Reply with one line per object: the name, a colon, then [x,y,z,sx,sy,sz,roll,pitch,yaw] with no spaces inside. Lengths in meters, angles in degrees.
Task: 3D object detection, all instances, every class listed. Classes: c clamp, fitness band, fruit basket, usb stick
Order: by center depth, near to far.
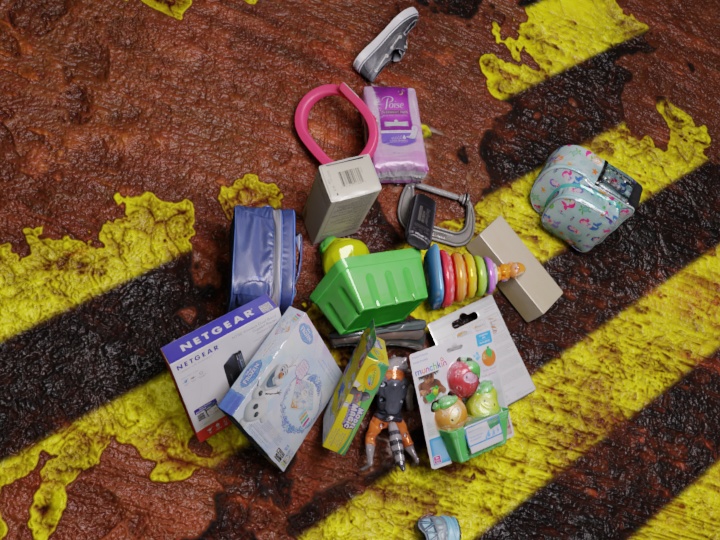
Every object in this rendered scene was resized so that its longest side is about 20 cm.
fruit basket: [0.184,0.223,1.222,0.181,0.093,0.207,-13,98,-25]
fruit basket: [0.000,0.000,1.268,0.211,0.156,0.221,18,50,-23]
usb stick: [0.116,-0.095,1.325,0.054,0.033,0.201,27,28,-5]
fitness band: [-0.046,-0.283,1.379,0.143,0.037,0.201,-43,69,8]
c clamp: [0.154,-0.143,1.436,0.195,0.027,0.175,21,68,-8]

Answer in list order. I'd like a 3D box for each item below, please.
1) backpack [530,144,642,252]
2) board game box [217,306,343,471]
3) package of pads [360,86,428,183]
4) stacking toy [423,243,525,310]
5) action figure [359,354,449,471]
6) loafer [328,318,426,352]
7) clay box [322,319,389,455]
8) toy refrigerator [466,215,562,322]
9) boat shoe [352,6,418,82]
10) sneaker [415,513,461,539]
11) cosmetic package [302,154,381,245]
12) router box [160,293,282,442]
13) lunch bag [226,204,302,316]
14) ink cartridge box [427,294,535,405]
backpack: [0.453,-0.152,1.443,0.198,0.178,0.151,38,62,4]
board game box: [-0.124,0.201,1.167,0.043,0.202,0.201,19,61,34]
package of pads: [0.067,-0.274,1.417,0.117,0.076,0.206,-1,67,-12]
stacking toy: [0.223,0.010,1.340,0.193,0.116,0.113,-5,73,-4]
action figure: [0.079,0.252,1.250,0.193,0.105,0.200,0,82,-12]
loafer: [0.036,0.132,1.294,0.194,0.072,0.065,-6,94,-20]
clay box: [-0.004,0.194,1.180,0.047,0.115,0.204,25,103,-9]
toy refrigerator: [0.310,-0.002,1.413,0.075,0.070,0.201,-38,87,-28]
boat shoe: [0.070,-0.483,1.498,0.068,0.072,0.200,41,69,3]
sneaker: [0.117,0.526,1.195,0.092,0.080,0.205,9,62,-2]
cosmetic package: [-0.039,-0.127,1.283,0.103,0.200,0.073,-16,75,-20]
router box: [-0.213,0.163,1.160,0.197,0.183,0.049,-28,40,-22]
lunch bag: [-0.169,-0.020,1.247,0.128,0.136,0.206,4,70,-14]
ink cartridge box: [0.229,0.174,1.345,0.159,0.057,0.204,-21,76,-20]
